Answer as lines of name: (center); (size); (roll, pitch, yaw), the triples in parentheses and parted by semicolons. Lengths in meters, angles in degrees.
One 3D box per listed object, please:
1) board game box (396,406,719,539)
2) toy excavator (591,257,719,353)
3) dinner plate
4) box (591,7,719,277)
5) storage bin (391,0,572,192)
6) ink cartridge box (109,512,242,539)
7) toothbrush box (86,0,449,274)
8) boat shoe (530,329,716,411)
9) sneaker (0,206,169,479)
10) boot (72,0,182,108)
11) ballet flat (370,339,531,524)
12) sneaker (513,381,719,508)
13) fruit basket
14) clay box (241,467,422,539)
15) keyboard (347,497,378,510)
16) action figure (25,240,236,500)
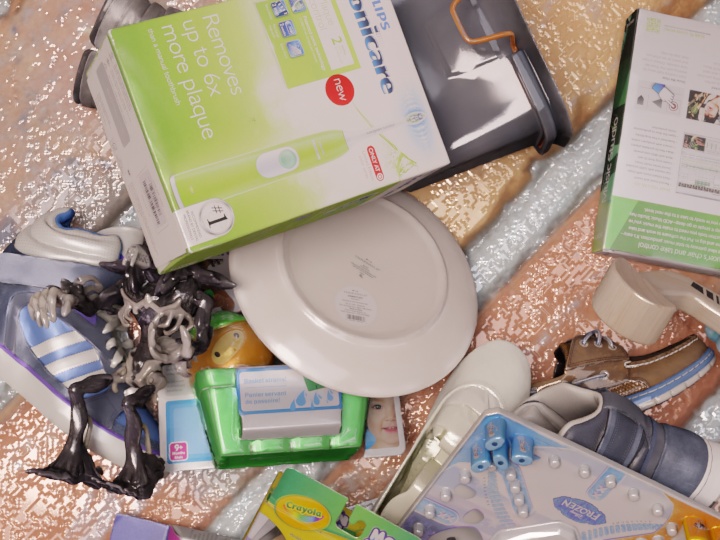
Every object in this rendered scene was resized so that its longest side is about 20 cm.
board game box: (0.124, 0.207, 0.780); (0.198, 0.026, 0.201); (25, 122, -11)
toy excavator: (0.285, 0.038, 0.841); (0.199, 0.194, 0.101); (32, 123, 15)
dinner plate: (0.000, 0.000, 0.837); (0.197, 0.024, 0.202); (10, 55, -15)
box: (0.274, -0.100, 0.912); (0.142, 0.036, 0.203); (11, 83, -3)
storage bin: (0.059, -0.160, 0.857); (0.133, 0.146, 0.202); (-26, 87, 4)
ink cartridge box: (-0.112, 0.302, 0.837); (0.197, 0.043, 0.199); (13, 88, -4)
toothbrush box: (-0.061, -0.102, 0.751); (0.198, 0.086, 0.147); (-20, 89, -27)
boat shoe: (0.178, 0.086, 0.869); (0.198, 0.072, 0.073); (-23, 82, -8)
sneaker: (-0.188, 0.043, 0.840); (0.199, 0.081, 0.147); (36, 87, 5)
boot: (-0.131, -0.185, 0.850); (0.131, 0.070, 0.201); (33, 100, -1)
ballet flat: (0.061, 0.143, 0.825); (0.069, 0.069, 0.201); (33, 98, 0)
sneaker: (0.148, 0.170, 0.815); (0.145, 0.077, 0.203); (26, 116, -17)
fruit basket: (-0.062, 0.044, 0.843); (0.182, 0.094, 0.203); (-1, 78, -10)
clay box: (-0.041, 0.229, 0.765); (0.114, 0.048, 0.202); (28, 109, 0)
keyboard: (0.058, 0.195, 0.880); (0.197, 0.011, 0.057); (-16, 86, -6)
action figure: (-0.156, 0.048, 0.761); (0.117, 0.102, 0.203); (8, 76, 18)
